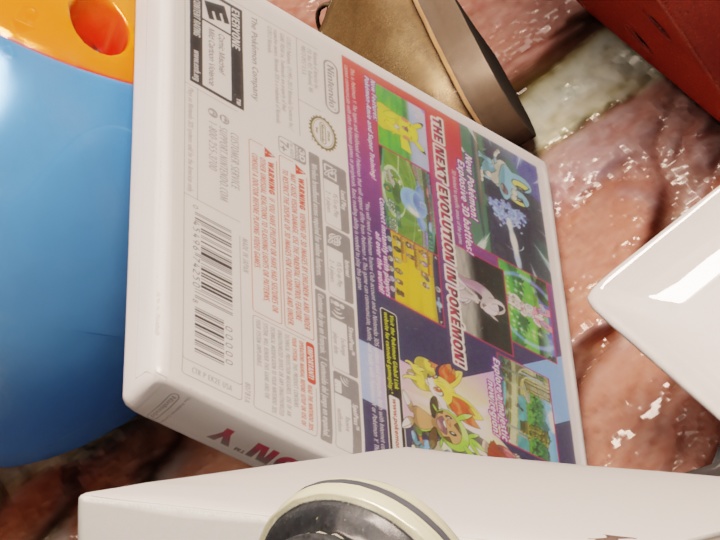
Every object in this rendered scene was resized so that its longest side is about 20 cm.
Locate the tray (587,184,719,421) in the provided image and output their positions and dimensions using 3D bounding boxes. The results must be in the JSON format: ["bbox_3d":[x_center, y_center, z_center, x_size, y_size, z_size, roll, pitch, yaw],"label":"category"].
[{"bbox_3d":[0.167,0.031,0.763,0.107,0.022,0.200,-37,44,-8],"label":"tray"}]

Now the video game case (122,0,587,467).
[{"bbox_3d":[0.000,0.000,0.843,0.023,0.182,0.201,-42,35,33],"label":"video game case"}]

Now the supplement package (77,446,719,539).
[{"bbox_3d":[0.032,0.153,0.610,0.151,0.150,0.201,2,92,33],"label":"supplement package"}]

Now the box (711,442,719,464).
[{"bbox_3d":[0.192,0.066,0.770,0.157,0.050,0.201,7,54,32],"label":"box"}]

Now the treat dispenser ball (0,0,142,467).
[{"bbox_3d":[-0.142,-0.028,0.909,0.200,0.201,0.202,-13,46,14],"label":"treat dispenser ball"}]

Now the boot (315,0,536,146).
[{"bbox_3d":[0.001,-0.108,1.012,0.075,0.074,0.201,-32,46,10],"label":"boot"}]

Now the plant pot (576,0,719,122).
[{"bbox_3d":[0.148,-0.168,0.913,0.176,0.200,0.200,-43,45,0],"label":"plant pot"}]

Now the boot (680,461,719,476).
[{"bbox_3d":[0.084,0.169,0.704,0.187,0.068,0.201,-19,72,17],"label":"boot"}]

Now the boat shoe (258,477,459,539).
[{"bbox_3d":[-0.003,0.144,0.507,0.074,0.062,0.201,1,90,34],"label":"boat shoe"}]
